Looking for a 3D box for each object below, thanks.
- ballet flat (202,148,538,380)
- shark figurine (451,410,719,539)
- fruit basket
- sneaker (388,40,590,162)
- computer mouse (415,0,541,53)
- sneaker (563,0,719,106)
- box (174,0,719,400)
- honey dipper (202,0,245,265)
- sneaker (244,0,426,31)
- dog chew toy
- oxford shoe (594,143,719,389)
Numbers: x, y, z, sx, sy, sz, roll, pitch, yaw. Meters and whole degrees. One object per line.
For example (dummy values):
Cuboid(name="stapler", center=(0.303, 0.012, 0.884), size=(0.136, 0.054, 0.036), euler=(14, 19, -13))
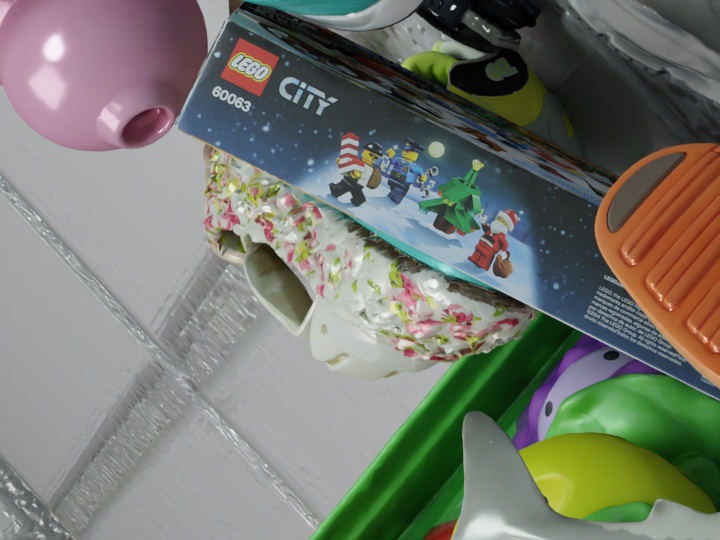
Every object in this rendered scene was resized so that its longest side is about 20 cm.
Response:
Cuboid(name="ballet flat", center=(0.000, 0.000, 1.007), size=(0.076, 0.064, 0.200), euler=(16, -168, -26))
Cuboid(name="shark figurine", center=(0.127, 0.096, 0.888), size=(0.128, 0.214, 0.090), euler=(35, 126, 56))
Cuboid(name="fruit basket", center=(0.069, 0.096, 1.043), size=(0.156, 0.216, 0.216), euler=(40, 164, 23))
Cuboid(name="sneaker", center=(0.031, -0.048, 1.098), size=(0.200, 0.075, 0.076), euler=(4, 114, 66))
Cuboid(name="computer mouse", center=(-0.012, -0.150, 0.953), size=(0.138, 0.053, 0.200), euler=(41, 164, 26))
Cuboid(name="sneaker", center=(0.118, -0.073, 0.771), size=(0.200, 0.076, 0.091), euler=(51, 141, 19))
Cuboid(name="box", center=(0.043, -0.024, 0.934), size=(0.200, 0.038, 0.137), euler=(27, -171, -4))
Cuboid(name="honey dipper", center=(-0.045, -0.091, 1.122), size=(0.038, 0.038, 0.200), euler=(35, 141, 39))
Cuboid(name="sneaker", center=(-0.083, -0.126, 0.869), size=(0.200, 0.084, 0.121), euler=(19, 179, 29))
Cuboid(name="dog chew toy", center=(-0.123, -0.126, 1.129), size=(0.200, 0.125, 0.125), euler=(60, 173, 30))
Cuboid(name="oxford shoe", center=(0.146, 0.034, 0.819), size=(0.200, 0.071, 0.073), euler=(37, 166, 32))
